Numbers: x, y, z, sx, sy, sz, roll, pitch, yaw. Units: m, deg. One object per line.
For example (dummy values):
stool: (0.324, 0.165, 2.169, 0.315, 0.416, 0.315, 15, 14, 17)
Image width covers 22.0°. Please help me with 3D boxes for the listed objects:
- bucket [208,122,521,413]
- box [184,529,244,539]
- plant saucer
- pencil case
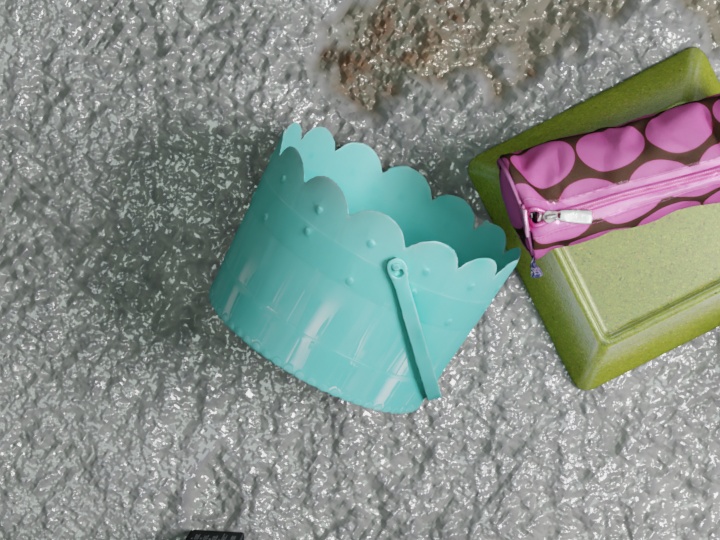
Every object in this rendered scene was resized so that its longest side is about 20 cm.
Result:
bucket: (0.000, 0.000, 1.324, 0.207, 0.207, 0.135, 29, 104, 0)
box: (-0.118, 0.288, 1.349, 0.043, 0.200, 0.160, 3, 95, 2)
plant saucer: (0.210, -0.036, 1.383, 0.200, 0.048, 0.200, -27, 93, 5)
pencil case: (0.201, -0.067, 1.310, 0.200, 0.094, 0.091, -19, 94, 3)
